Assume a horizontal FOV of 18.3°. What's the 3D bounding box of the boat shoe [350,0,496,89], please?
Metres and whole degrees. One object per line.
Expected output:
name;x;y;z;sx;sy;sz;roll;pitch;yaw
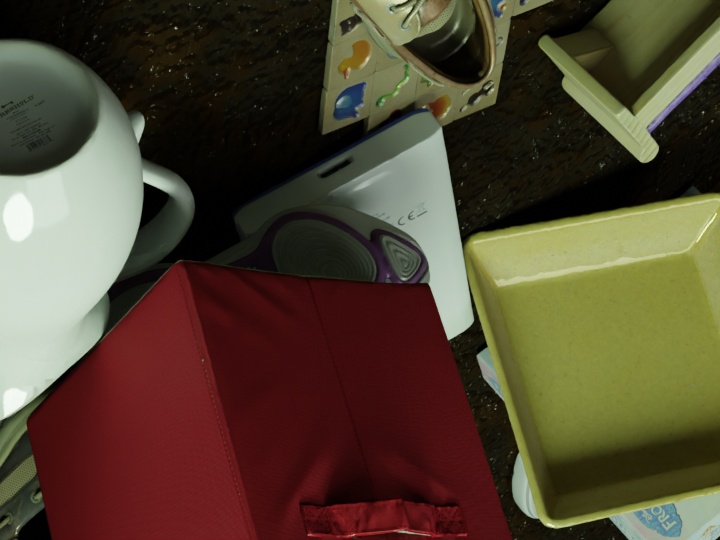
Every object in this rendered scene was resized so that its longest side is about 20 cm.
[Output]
boat shoe;0.023;-0.157;1.158;0.076;0.072;0.200;-46;148;4

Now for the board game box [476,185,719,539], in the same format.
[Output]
board game box;0.217;0.073;1.528;0.199;0.200;0.043;-36;152;-10

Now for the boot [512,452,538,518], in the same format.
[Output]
boot;0.182;0.132;1.656;0.073;0.096;0.201;-15;138;-36

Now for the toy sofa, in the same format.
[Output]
toy sofa;0.213;-0.164;1.360;0.200;0.083;0.098;-45;147;3

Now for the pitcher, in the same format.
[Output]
pitcher;-0.149;-0.032;1.096;0.171;0.121;0.200;-35;158;-26

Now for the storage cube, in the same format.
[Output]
storage cube;-0.051;0.120;1.174;0.170;0.181;0.200;5;147;-37

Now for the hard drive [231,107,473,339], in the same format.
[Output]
hard drive;0.000;0.000;1.361;0.132;0.025;0.200;-29;145;-11

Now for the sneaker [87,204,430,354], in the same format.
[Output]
sneaker;-0.060;0.019;1.271;0.199;0.075;0.100;-13;161;-8

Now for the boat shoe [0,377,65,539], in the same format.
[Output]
boat shoe;-0.198;0.155;1.288;0.074;0.073;0.201;0;128;-47

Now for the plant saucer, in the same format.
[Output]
plant saucer;0.176;0.061;1.455;0.199;0.201;0.048;-10;159;-16

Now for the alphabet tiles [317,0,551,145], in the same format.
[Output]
alphabet tiles;0.050;-0.154;1.265;0.167;0.008;0.201;-24;144;-28
